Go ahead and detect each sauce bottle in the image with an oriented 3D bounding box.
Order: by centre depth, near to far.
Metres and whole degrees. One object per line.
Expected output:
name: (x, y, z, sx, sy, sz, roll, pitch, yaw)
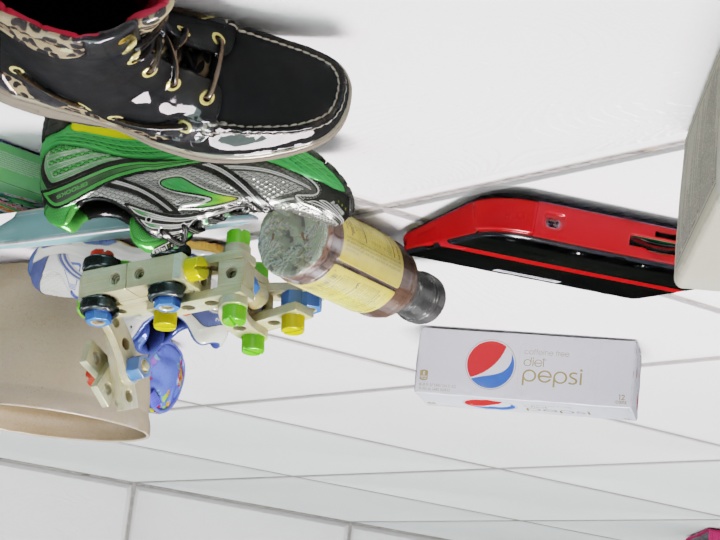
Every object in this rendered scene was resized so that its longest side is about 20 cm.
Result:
sauce bottle: (0.000, 0.000, 1.411, 0.065, 0.065, 0.200, -1, 164, 30)

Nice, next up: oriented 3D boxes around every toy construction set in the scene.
toy construction set: (-0.137, 0.030, 1.454, 0.200, 0.092, 0.131, -25, 150, 20)

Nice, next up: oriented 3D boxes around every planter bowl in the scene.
planter bowl: (-0.277, 0.070, 1.705, 0.200, 0.135, 0.200, 6, 168, 1)

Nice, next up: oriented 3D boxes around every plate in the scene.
plate: (-0.172, -0.035, 1.344, 0.200, 0.026, 0.200, -7, 180, 0)

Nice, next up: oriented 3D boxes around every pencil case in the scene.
pencil case: (-0.284, 0.110, 2.006, 0.200, 0.087, 0.078, 0, 141, 24)

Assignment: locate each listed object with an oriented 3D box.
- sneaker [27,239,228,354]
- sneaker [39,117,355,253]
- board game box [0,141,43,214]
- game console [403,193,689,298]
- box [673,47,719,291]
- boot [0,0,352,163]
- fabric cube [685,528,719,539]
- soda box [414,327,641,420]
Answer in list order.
sneaker: (-0.190, 0.022, 1.557, 0.200, 0.088, 0.075, 1, 168, 30)
sneaker: (-0.103, -0.047, 1.209, 0.200, 0.085, 0.078, 6, 167, 0)
board game box: (-0.312, -0.077, 1.310, 0.134, 0.029, 0.200, -5, 163, 40)
game console: (0.149, -0.015, 1.367, 0.200, 0.031, 0.177, 11, 172, -18)
box: (0.214, -0.052, 1.005, 0.078, 0.095, 0.200, 5, 169, 5)
boot: (-0.100, -0.113, 0.951, 0.200, 0.073, 0.151, 12, 167, -2)
fabric cube: (0.654, 0.547, 3.228, 0.199, 0.197, 0.200, 7, 167, -1)
soda box: (0.153, 0.094, 1.760, 0.200, 0.064, 0.068, 3, 166, 13)
